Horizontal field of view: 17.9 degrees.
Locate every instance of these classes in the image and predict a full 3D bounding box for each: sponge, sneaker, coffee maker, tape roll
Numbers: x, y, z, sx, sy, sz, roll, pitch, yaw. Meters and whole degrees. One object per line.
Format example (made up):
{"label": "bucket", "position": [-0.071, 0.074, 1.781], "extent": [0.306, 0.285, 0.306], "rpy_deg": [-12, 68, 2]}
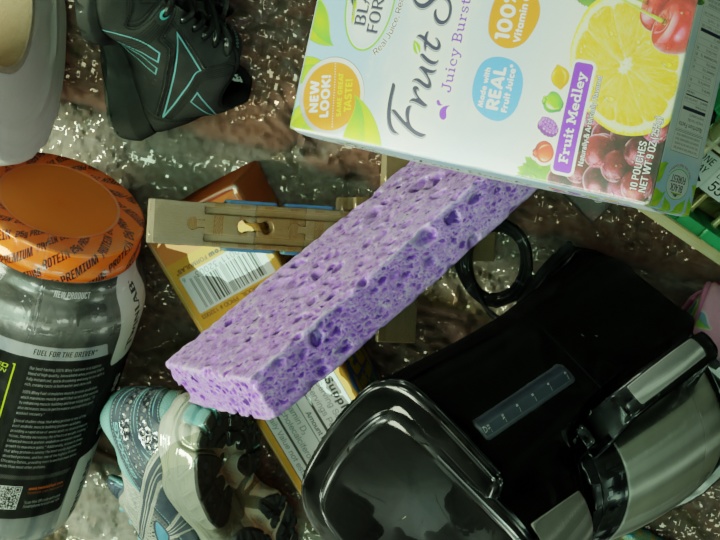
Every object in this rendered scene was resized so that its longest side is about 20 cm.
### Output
{"label": "sponge", "position": [0.000, 0.000, 1.160], "extent": [0.200, 0.111, 0.030], "rpy_deg": [-40, 107, -18]}
{"label": "sneaker", "position": [-0.104, -0.137, 1.191], "extent": [0.079, 0.200, 0.076], "rpy_deg": [-3, 66, 3]}
{"label": "coffee maker", "position": [0.065, 0.078, 1.140], "extent": [0.191, 0.200, 0.135], "rpy_deg": [28, 124, 28]}
{"label": "tape roll", "position": [-0.220, -0.152, 1.183], "extent": [0.070, 0.202, 0.204], "rpy_deg": [-5, 105, 14]}
{"label": "sneaker", "position": [-0.094, 0.134, 1.294], "extent": [0.086, 0.078, 0.201], "rpy_deg": [17, 139, 26]}

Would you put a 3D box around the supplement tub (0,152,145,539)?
{"label": "supplement tub", "position": [-0.191, 0.043, 1.259], "extent": [0.122, 0.123, 0.201], "rpy_deg": [25, 121, 4]}

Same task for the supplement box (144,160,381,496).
{"label": "supplement box", "position": [-0.039, 0.044, 1.274], "extent": [0.069, 0.067, 0.201], "rpy_deg": [-26, 100, 15]}

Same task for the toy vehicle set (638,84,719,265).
{"label": "toy vehicle set", "position": [0.201, -0.065, 1.152], "extent": [0.199, 0.027, 0.124], "rpy_deg": [30, 116, -37]}

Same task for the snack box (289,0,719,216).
{"label": "snack box", "position": [0.074, -0.115, 1.091], "extent": [0.199, 0.053, 0.143], "rpy_deg": [14, 92, 30]}

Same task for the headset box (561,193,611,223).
{"label": "headset box", "position": [0.105, -0.151, 1.181], "extent": [0.200, 0.075, 0.149], "rpy_deg": [45, 110, -4]}

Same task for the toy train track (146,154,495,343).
{"label": "toy train track", "position": [-0.022, -0.021, 1.228], "extent": [0.199, 0.032, 0.116], "rpy_deg": [3, 90, -25]}

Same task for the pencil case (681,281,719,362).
{"label": "pencil case", "position": [0.254, 0.080, 1.217], "extent": [0.199, 0.087, 0.088], "rpy_deg": [24, 109, 3]}

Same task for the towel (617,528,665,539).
{"label": "towel", "position": [0.153, 0.219, 1.310], "extent": [0.199, 0.022, 0.147], "rpy_deg": [28, 109, 5]}
